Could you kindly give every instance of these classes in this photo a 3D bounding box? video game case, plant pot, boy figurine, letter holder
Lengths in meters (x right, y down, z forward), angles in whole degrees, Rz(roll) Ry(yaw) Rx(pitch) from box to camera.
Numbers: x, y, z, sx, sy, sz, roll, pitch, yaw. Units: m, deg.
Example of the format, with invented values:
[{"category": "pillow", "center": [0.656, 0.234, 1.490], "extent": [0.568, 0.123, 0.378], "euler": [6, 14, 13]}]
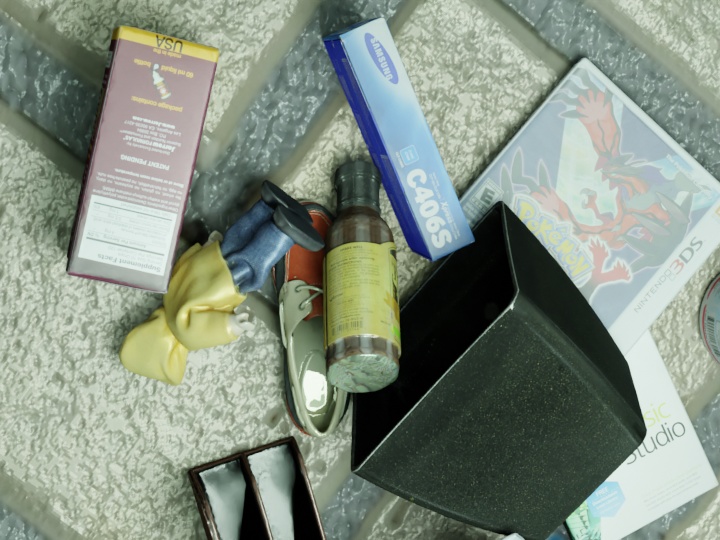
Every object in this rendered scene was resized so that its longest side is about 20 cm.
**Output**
[{"category": "video game case", "center": [0.209, -0.052, 1.461], "extent": [0.200, 0.023, 0.183], "euler": [42, 84, -2]}, {"category": "plant pot", "center": [0.121, 0.100, 1.370], "extent": [0.177, 0.200, 0.200], "euler": [37, 109, -13]}, {"category": "boy figurine", "center": [-0.120, 0.022, 1.390], "extent": [0.200, 0.125, 0.064], "euler": [-47, 128, 11]}, {"category": "letter holder", "center": [-0.068, 0.262, 1.407], "extent": [0.099, 0.142, 0.202], "euler": [-17, 99, -7]}]

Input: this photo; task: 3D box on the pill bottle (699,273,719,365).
[{"category": "pill bottle", "center": [0.374, 0.053, 1.431], "extent": [0.107, 0.200, 0.110], "euler": [-1, 97, -9]}]

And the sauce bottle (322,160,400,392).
[{"category": "sauce bottle", "center": [0.000, 0.000, 1.380], "extent": [0.064, 0.065, 0.202], "euler": [6, 58, -10]}]

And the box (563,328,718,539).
[{"category": "box", "center": [0.218, 0.136, 1.497], "extent": [0.143, 0.036, 0.202], "euler": [-27, 98, -5]}]

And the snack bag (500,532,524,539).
[{"category": "snack bag", "center": [0.089, 0.291, 1.413], "extent": [0.187, 0.200, 0.022], "euler": [-31, 56, 14]}]

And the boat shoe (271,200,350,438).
[{"category": "boat shoe", "center": [-0.039, 0.042, 1.429], "extent": [0.070, 0.063, 0.203], "euler": [-1, 95, -8]}]

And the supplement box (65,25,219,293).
[{"category": "supplement box", "center": [-0.180, -0.092, 1.365], "extent": [0.085, 0.110, 0.203], "euler": [12, 95, -11]}]

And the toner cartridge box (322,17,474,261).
[{"category": "toner cartridge box", "center": [0.031, -0.111, 1.408], "extent": [0.043, 0.095, 0.202], "euler": [-24, 100, -8]}]
